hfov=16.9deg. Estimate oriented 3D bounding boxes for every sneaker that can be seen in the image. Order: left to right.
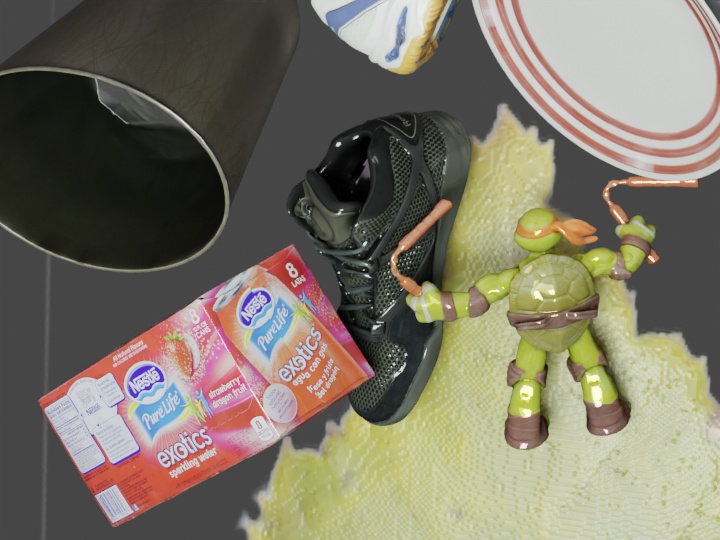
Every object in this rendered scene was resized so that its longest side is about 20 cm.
[{"bbox_3d":[0.000,0.000,1.496,0.076,0.114,0.200,24,109,44],"label":"sneaker"},{"bbox_3d":[0.035,-0.221,1.468,0.088,0.075,0.200,29,107,10],"label":"sneaker"}]

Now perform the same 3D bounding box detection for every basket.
[{"bbox_3d":[-0.122,-0.111,1.457,0.180,0.200,0.136,11,128,18],"label":"basket"}]

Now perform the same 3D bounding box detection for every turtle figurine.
[{"bbox_3d":[0.126,0.024,1.479,0.200,0.064,0.162,-16,113,-11],"label":"turtle figurine"}]

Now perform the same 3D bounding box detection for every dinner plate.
[{"bbox_3d":[0.147,-0.138,1.422,0.200,0.024,0.200,34,152,21],"label":"dinner plate"}]

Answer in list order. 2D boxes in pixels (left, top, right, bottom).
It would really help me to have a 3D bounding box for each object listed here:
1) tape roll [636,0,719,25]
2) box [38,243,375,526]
[{"bbox_3d":[0.213,-0.233,1.360,0.200,0.066,0.201,19,126,27],"label":"tape roll"},{"bbox_3d":[-0.099,0.074,1.518,0.200,0.095,0.100,-31,91,47],"label":"box"}]
